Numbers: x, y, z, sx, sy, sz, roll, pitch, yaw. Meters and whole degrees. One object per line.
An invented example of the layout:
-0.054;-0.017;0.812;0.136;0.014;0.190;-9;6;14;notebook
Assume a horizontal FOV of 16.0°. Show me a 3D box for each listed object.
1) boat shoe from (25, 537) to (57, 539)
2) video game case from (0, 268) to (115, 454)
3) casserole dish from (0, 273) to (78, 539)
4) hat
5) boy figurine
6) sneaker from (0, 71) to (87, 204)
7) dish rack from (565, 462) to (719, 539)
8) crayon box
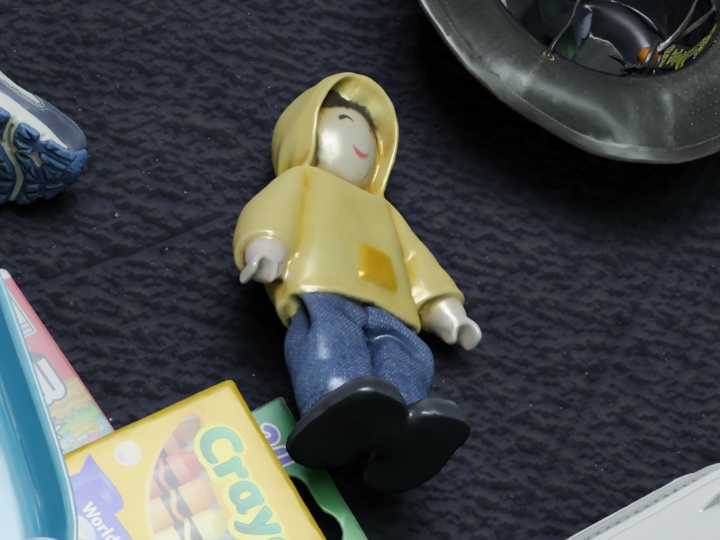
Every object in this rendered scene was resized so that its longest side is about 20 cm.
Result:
-0.158;0.178;0.872;0.072;0.071;0.200;26;86;42;boat shoe
-0.155;0.108;1.046;0.143;0.017;0.200;-28;71;-24;video game case
-0.182;0.063;0.976;0.121;0.039;0.200;-14;64;-18;casserole dish
0.105;-0.127;1.195;0.200;0.081;0.201;5;68;-14;hat
0.000;0.000;1.100;0.124;0.064;0.200;22;41;-29;boy figurine
-0.200;-0.105;1.122;0.200;0.077;0.085;29;56;4;sneaker
0.158;0.169;1.039;0.171;0.044;0.200;-24;61;-31;dish rack
-0.082;0.129;1.010;0.200;0.052;0.126;-24;69;-23;crayon box
